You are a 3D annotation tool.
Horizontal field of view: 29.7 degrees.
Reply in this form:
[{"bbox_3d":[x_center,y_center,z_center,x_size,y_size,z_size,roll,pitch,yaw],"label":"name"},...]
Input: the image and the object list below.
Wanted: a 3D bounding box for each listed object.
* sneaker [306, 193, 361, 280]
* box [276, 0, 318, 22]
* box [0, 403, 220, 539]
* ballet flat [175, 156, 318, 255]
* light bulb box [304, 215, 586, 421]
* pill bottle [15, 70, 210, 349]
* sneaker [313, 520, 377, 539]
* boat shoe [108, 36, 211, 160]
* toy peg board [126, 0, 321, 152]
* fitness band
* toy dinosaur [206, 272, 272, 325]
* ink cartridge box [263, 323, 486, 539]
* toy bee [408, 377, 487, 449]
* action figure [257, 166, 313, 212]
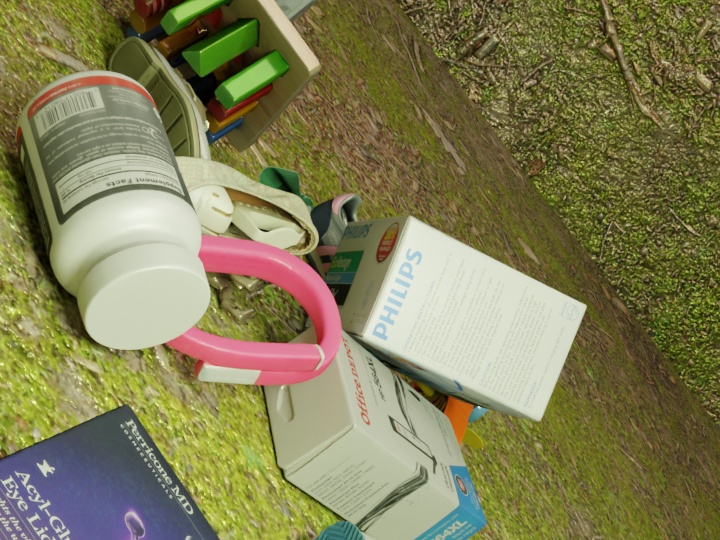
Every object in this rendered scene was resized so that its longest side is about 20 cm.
[{"bbox_3d":[0.000,0.000,1.523,0.070,0.082,0.201,23,35,-61],"label":"sneaker"},{"bbox_3d":[-0.127,-0.464,1.943,0.200,0.176,0.097,51,16,-5],"label":"box"},{"bbox_3d":[-0.157,0.171,0.695,0.148,0.104,0.200,54,16,3],"label":"box"},{"bbox_3d":[-0.115,-0.055,1.215,0.199,0.068,0.062,10,32,-42],"label":"ballet flat"},{"bbox_3d":[0.077,0.045,1.334,0.199,0.125,0.198,25,-8,-16],"label":"light bulb box"},{"bbox_3d":[-0.187,-0.046,1.032,0.116,0.116,0.201,33,27,-51],"label":"pill bottle"},{"bbox_3d":[0.027,0.287,1.031,0.081,0.076,0.201,38,25,-49],"label":"sneaker"},{"bbox_3d":[-0.182,-0.149,1.330,0.068,0.075,0.201,25,32,-49],"label":"boat shoe"},{"bbox_3d":[-0.171,-0.227,1.412,0.098,0.199,0.200,-36,90,-33],"label":"toy peg board"},{"bbox_3d":[-0.103,0.029,1.133,0.199,0.037,0.144,7,43,-36],"label":"fitness band"},{"bbox_3d":[-0.130,-0.002,1.249,0.101,0.058,0.200,43,23,25],"label":"toy dinosaur"},{"bbox_3d":[0.011,0.157,1.229,0.200,0.084,0.146,41,20,-37],"label":"ink cartridge box"},{"bbox_3d":[0.100,0.144,1.519,0.200,0.109,0.131,-26,87,-49],"label":"toy bee"},{"bbox_3d":[-0.093,-0.060,1.391,0.200,0.117,0.055,16,63,-78],"label":"action figure"}]
